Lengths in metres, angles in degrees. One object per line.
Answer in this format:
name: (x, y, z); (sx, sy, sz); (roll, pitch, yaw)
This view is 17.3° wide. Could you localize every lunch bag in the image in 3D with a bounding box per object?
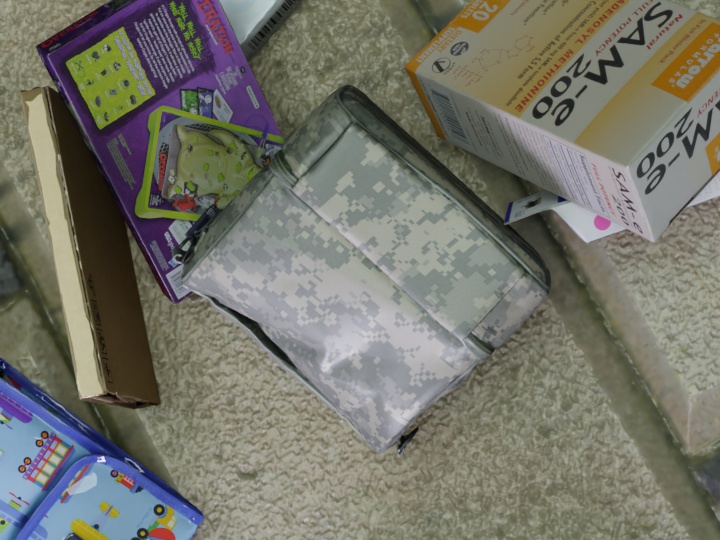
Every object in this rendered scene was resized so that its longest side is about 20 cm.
lunch bag: (-0.213, 0.178, 1.596); (0.200, 0.094, 0.151); (35, 90, 0)
lunch bag: (0.000, 0.000, 1.519); (0.200, 0.139, 0.168); (42, 96, -4)

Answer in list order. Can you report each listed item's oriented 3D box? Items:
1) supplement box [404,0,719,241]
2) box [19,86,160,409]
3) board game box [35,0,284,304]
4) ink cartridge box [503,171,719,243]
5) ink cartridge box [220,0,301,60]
supplement box: (0.143, -0.116, 1.492); (0.200, 0.074, 0.126); (28, 67, 41)
box: (-0.175, -0.010, 1.557); (0.021, 0.163, 0.201); (-13, 83, 6)
board game box: (-0.117, -0.091, 1.544); (0.120, 0.032, 0.201); (-31, 120, -11)
ink cartridge box: (0.192, -0.057, 1.524); (0.199, 0.095, 0.037); (-17, 97, 8)
ink cartridge box: (-0.101, -0.268, 1.627); (0.200, 0.047, 0.160); (42, 93, 10)
